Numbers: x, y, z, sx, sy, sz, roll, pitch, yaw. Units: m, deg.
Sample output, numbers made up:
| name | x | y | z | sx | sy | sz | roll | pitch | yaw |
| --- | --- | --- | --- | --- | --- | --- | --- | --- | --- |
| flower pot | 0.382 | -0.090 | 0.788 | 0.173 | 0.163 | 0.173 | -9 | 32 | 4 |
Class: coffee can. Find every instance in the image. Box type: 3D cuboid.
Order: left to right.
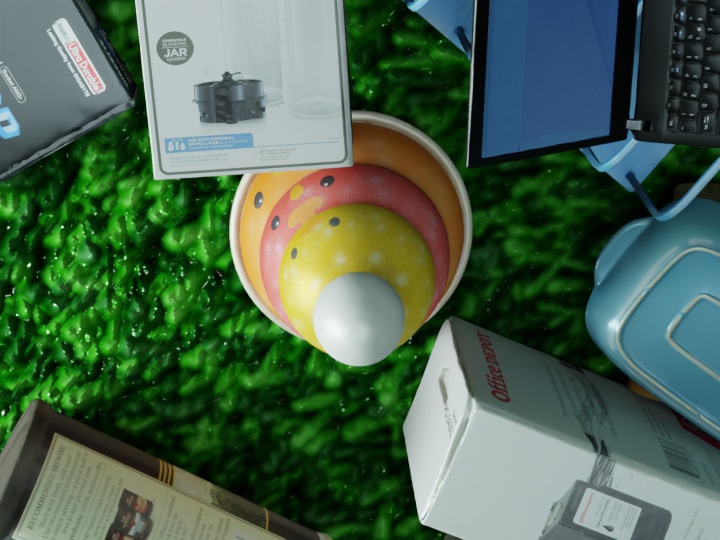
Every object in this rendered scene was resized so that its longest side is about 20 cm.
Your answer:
| name | x | y | z | sx | sy | sz | roll | pitch | yaw |
| --- | --- | --- | --- | --- | --- | --- | --- | --- | --- |
| coffee can | -0.135 | 0.185 | 1.205 | 0.199 | 0.146 | 0.147 | 26 | 104 | -11 |

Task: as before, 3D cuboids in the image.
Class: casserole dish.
| name | x | y | z | sx | sy | sz | roll | pitch | yaw |
| --- | --- | --- | --- | --- | --- | --- | --- | --- | --- |
| casserole dish | 0.224 | 0.045 | 1.182 | 0.199 | 0.039 | 0.121 | 34 | 111 | -10 |

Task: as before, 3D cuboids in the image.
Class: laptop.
| name | x | y | z | sx | sy | sz | roll | pitch | yaw |
| --- | --- | --- | --- | --- | --- | --- | --- | --- | --- |
| laptop | 0.163 | -0.138 | 1.015 | 0.198 | 0.103 | 0.179 | 7 | 109 | 13 |

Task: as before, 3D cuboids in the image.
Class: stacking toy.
| name | x | y | z | sx | sy | sz | roll | pitch | yaw |
| --- | --- | --- | --- | --- | --- | --- | --- | --- | --- |
| stacking toy | 0.000 | 0.000 | 1.128 | 0.145 | 0.200 | 0.147 | -1 | 107 | -4 |

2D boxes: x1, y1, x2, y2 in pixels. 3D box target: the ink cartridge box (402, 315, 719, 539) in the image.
| name | x | y | z | sx | sy | sz | roll | pitch | yaw |
| --- | --- | --- | --- | --- | --- | --- | --- | --- | --- |
| ink cartridge box | 0.130 | 0.119 | 1.201 | 0.199 | 0.145 | 0.084 | 21 | 106 | -10 |

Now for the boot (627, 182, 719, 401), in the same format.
| name | x | y | z | sx | sy | sz | roll | pitch | yaw |
| --- | --- | --- | --- | --- | --- | --- | --- | --- | --- |
| boot | 0.267 | 0.026 | 1.229 | 0.199 | 0.071 | 0.145 | 6 | 113 | -2 |

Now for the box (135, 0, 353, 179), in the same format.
| name | x | y | z | sx | sy | sz | roll | pitch | yaw |
| --- | --- | --- | --- | --- | --- | --- | --- | --- | --- |
| box | -0.066 | -0.156 | 1.096 | 0.116 | 0.060 | 0.202 | -3 | 112 | 0 |

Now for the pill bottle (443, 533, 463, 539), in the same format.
| name | x | y | z | sx | sy | sz | roll | pitch | yaw |
| --- | --- | --- | --- | --- | --- | --- | --- | --- | --- |
| pill bottle | 0.107 | 0.220 | 1.202 | 0.111 | 0.200 | 0.113 | -1 | 107 | -3 |

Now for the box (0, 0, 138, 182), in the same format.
| name | x | y | z | sx | sy | sz | roll | pitch | yaw |
| --- | --- | --- | --- | --- | --- | --- | --- | --- | --- |
| box | -0.243 | -0.144 | 1.149 | 0.158 | 0.046 | 0.201 | -28 | 106 | 5 |

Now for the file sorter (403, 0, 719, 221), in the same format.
| name | x | y | z | sx | sy | sz | roll | pitch | yaw |
| --- | --- | --- | --- | --- | --- | --- | --- | --- | --- |
| file sorter | 0.134 | -0.143 | 1.133 | 0.200 | 0.123 | 0.139 | 38 | 102 | -14 |
